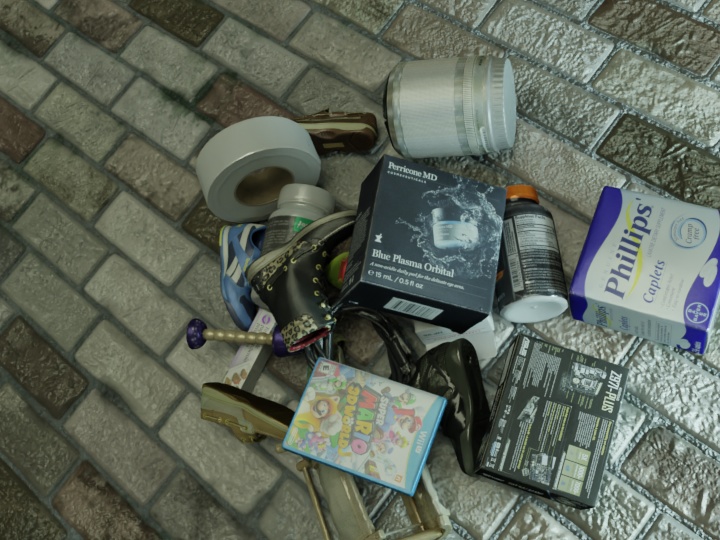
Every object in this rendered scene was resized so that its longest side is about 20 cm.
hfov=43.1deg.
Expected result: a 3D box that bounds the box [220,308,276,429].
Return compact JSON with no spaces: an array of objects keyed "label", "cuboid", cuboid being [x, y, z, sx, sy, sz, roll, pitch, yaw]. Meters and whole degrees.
[{"label":"box","cuboid":[-0.188,0.161,1.493,0.039,0.041,0.200,21,77,24]}]

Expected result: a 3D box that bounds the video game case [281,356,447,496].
[{"label":"video game case","cuboid":[0.005,0.216,1.284,0.200,0.018,0.143,16,70,18]}]

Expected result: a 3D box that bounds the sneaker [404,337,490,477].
[{"label":"sneaker","cuboid":[0.130,0.209,1.357,0.114,0.076,0.200,-18,80,35]}]

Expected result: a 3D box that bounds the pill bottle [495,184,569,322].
[{"label":"pill bottle","cuboid":[0.251,-0.029,1.394,0.106,0.106,0.200,-11,65,13]}]

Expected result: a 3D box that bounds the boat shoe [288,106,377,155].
[{"label":"boat shoe","cuboid":[-0.066,-0.250,1.614,0.202,0.075,0.075,4,56,13]}]

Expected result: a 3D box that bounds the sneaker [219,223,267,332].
[{"label":"sneaker","cuboid":[-0.189,0.005,1.540,0.082,0.074,0.200,-12,66,11]}]

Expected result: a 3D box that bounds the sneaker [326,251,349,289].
[{"label":"sneaker","cuboid":[0.000,0.000,1.439,0.200,0.090,0.078,3,83,51]}]

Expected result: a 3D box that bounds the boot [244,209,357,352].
[{"label":"boot","cuboid":[-0.061,0.015,1.379,0.203,0.073,0.154,-31,67,6]}]

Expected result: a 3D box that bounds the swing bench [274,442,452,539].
[{"label":"swing bench","cuboid":[0.011,0.318,1.318,0.200,0.130,0.199,-23,63,2]}]

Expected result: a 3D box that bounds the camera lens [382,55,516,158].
[{"label":"camera lens","cuboid":[0.146,-0.267,1.495,0.200,0.160,0.160,-1,68,18]}]

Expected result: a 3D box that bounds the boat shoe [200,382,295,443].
[{"label":"boat shoe","cuboid":[-0.167,0.230,1.397,0.200,0.074,0.067,18,96,36]}]

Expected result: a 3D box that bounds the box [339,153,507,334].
[{"label":"box","cuboid":[0.092,-0.036,1.321,0.196,0.117,0.200,14,69,-11]}]

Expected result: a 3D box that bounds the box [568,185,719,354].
[{"label":"box","cuboid":[0.426,-0.003,1.327,0.200,0.105,0.184,15,73,23]}]

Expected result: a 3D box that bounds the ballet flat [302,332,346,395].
[{"label":"ballet flat","cuboid":[-0.058,0.190,1.425,0.071,0.071,0.200,1,66,18]}]

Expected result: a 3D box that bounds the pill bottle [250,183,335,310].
[{"label":"pill bottle","cuboid":[-0.107,-0.034,1.506,0.113,0.113,0.200,4,70,19]}]

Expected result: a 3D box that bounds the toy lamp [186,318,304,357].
[{"label":"toy lamp","cuboid":[-0.179,0.108,1.458,0.200,0.058,0.058,1,69,16]}]

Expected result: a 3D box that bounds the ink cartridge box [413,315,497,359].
[{"label":"ink cartridge box","cuboid":[0.139,0.042,1.421,0.116,0.068,0.200,-13,65,13]}]

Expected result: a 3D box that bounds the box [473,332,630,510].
[{"label":"box","cuboid":[0.266,0.211,1.276,0.163,0.086,0.200,17,74,5]}]

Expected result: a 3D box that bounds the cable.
[{"label":"cable","cuboid":[-0.009,0.126,1.414,0.163,0.051,0.200,-30,74,-24]}]

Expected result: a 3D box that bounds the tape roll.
[{"label":"tape roll","cuboid":[-0.171,-0.167,1.533,0.202,0.202,0.071,-26,62,6]}]
